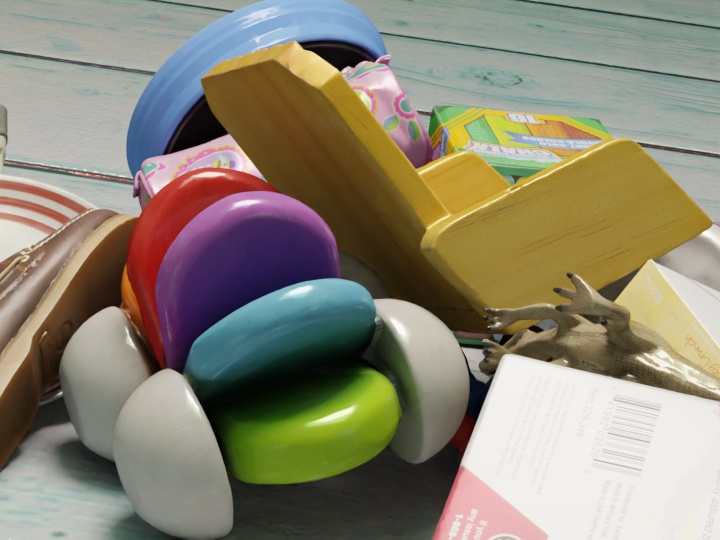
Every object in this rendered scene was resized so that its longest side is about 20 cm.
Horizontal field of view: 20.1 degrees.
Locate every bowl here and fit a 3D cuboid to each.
[{"bbox_3d":[-0.065,-0.102,1.414,0.200,0.201,0.039,-5,49,-37],"label":"bowl"}]

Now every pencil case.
[{"bbox_3d":[-0.051,-0.070,1.358,0.199,0.088,0.087,-26,26,-12],"label":"pencil case"}]

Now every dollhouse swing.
[{"bbox_3d":[0.044,-0.067,1.089,0.181,0.176,0.200,-27,10,-19],"label":"dollhouse swing"}]

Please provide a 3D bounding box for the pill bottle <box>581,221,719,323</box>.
[{"bbox_3d":[0.210,0.028,1.202,0.112,0.113,0.200,16,6,26],"label":"pill bottle"}]

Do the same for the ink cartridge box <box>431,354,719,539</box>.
[{"bbox_3d":[0.132,0.129,0.820,0.199,0.086,0.148,14,45,14],"label":"ink cartridge box"}]

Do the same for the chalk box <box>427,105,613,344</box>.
[{"bbox_3d":[0.109,-0.023,1.331,0.124,0.124,0.200,5,16,-8],"label":"chalk box"}]

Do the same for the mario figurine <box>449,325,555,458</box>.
[{"bbox_3d":[0.098,0.061,1.063,0.106,0.123,0.200,47,-5,-22],"label":"mario figurine"}]

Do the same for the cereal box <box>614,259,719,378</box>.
[{"bbox_3d":[0.229,0.076,1.025,0.200,0.040,0.144,21,25,-42],"label":"cereal box"}]

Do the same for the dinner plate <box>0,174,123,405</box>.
[{"bbox_3d":[-0.220,0.016,1.134,0.199,0.024,0.201,4,43,-3],"label":"dinner plate"}]

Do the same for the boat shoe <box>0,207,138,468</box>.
[{"bbox_3d":[-0.180,0.026,1.055,0.070,0.071,0.200,17,37,14],"label":"boat shoe"}]

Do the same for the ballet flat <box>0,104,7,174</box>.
[{"bbox_3d":[-0.290,-0.068,1.438,0.064,0.067,0.200,39,23,6],"label":"ballet flat"}]

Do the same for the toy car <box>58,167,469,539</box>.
[{"bbox_3d":[-0.054,0.027,1.000,0.174,0.151,0.200,-17,25,-19],"label":"toy car"}]

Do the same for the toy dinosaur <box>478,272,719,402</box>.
[{"bbox_3d":[0.124,0.042,0.923,0.200,0.058,0.101,17,-1,43],"label":"toy dinosaur"}]
